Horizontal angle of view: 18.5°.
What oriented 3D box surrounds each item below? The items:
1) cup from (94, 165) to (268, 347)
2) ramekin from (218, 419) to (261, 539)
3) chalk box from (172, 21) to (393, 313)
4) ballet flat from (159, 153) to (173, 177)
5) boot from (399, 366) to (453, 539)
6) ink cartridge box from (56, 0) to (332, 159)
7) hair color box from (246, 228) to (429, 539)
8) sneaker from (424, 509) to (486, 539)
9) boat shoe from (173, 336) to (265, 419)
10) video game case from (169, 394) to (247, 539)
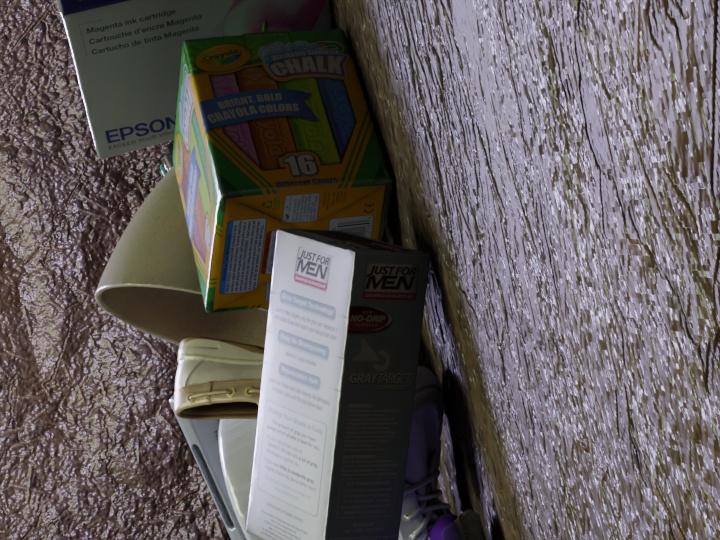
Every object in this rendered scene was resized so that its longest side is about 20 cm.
[{"bbox_3d":[-0.090,-0.022,1.699,0.200,0.199,0.144,94,-171,-74],"label":"cup"},{"bbox_3d":[-0.041,0.177,1.899,0.201,0.097,0.201,59,-162,-32],"label":"ramekin"},{"bbox_3d":[-0.064,-0.088,1.571,0.125,0.123,0.201,99,160,-47],"label":"chalk box"},{"bbox_3d":[-0.084,-0.032,1.825,0.200,0.064,0.067,52,-174,-18],"label":"ballet flat"},{"bbox_3d":[0.044,0.150,1.494,0.096,0.073,0.201,51,158,26],"label":"boot"},{"bbox_3d":[-0.119,-0.186,1.630,0.201,0.195,0.043,81,172,-48],"label":"ink cartridge box"},{"bbox_3d":[-0.016,0.080,1.408,0.099,0.060,0.202,16,103,56],"label":"hair color box"},{"bbox_3d":[0.040,0.220,1.423,0.200,0.099,0.070,85,168,-63],"label":"sneaker"},{"bbox_3d":[-0.054,0.100,1.694,0.074,0.198,0.070,38,-118,-59],"label":"boat shoe"},{"bbox_3d":[-0.073,0.147,2.048,0.022,0.200,0.183,-5,114,43],"label":"video game case"}]
